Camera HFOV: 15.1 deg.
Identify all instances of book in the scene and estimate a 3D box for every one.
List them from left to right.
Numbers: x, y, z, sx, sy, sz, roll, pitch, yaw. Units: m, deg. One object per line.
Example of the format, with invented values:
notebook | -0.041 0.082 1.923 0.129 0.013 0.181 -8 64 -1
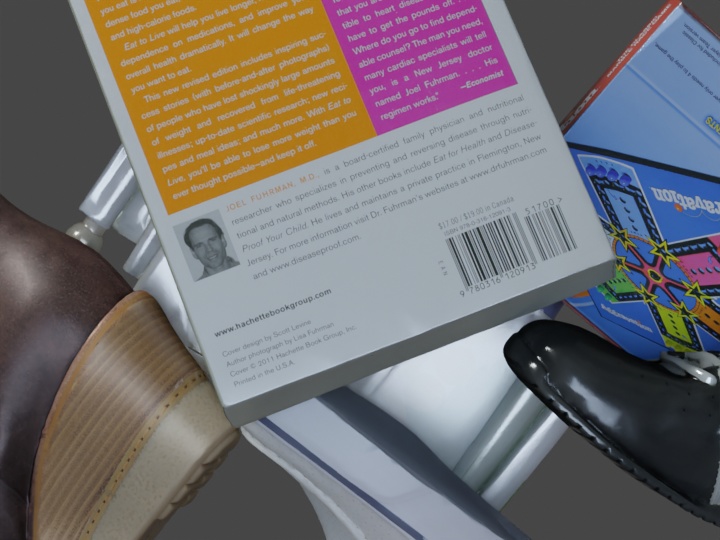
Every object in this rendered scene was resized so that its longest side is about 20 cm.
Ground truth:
book | -0.016 -0.067 0.881 0.134 0.048 0.200 -21 75 -2

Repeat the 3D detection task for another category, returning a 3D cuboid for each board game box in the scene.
board game box | 0.147 0.009 0.933 0.200 0.019 0.103 40 95 -12

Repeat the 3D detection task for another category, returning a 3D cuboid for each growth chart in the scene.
growth chart | 0.000 0.000 0.941 0.200 0.018 0.145 43 95 -6

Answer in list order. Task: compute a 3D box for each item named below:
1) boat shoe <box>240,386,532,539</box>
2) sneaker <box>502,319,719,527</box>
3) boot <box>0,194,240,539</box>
boat shoe | 0.021 0.107 0.919 0.200 0.071 0.070 41 94 -19
sneaker | 0.142 0.046 0.897 0.200 0.074 0.089 26 100 -20
boot | -0.154 0.064 0.938 0.166 0.072 0.200 42 101 9
